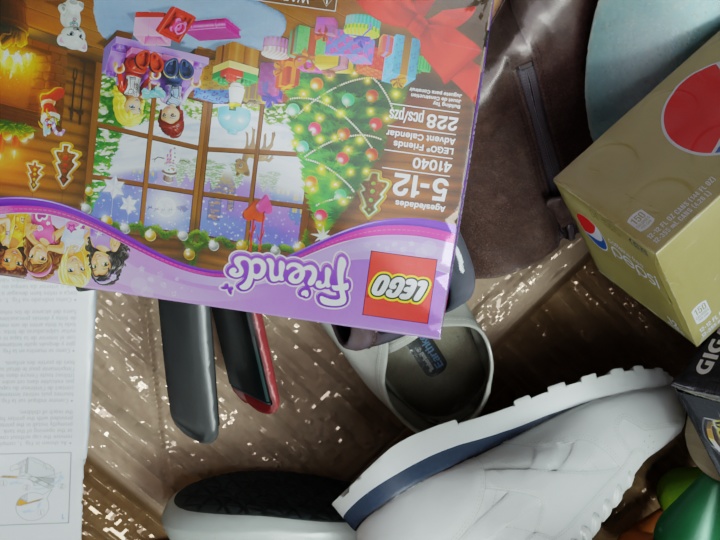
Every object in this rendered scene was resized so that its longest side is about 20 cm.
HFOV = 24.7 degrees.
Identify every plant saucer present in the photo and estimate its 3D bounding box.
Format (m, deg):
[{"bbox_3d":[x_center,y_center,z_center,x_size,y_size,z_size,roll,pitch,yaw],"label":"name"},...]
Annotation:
[{"bbox_3d":[0.188,-0.107,0.718,0.200,0.039,0.203,-19,129,-25],"label":"plant saucer"}]

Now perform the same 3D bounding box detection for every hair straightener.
[{"bbox_3d":[-0.083,-0.014,0.690,0.077,0.041,0.202,-26,124,-33],"label":"hair straightener"}]

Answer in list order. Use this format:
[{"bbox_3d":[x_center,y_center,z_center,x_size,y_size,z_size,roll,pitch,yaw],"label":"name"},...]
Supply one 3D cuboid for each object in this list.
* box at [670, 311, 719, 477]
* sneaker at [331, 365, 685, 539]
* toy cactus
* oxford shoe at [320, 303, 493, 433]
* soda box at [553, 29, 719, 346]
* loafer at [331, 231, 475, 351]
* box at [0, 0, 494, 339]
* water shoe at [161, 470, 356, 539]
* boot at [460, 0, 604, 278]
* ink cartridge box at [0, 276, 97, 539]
[{"bbox_3d":[0.232,0.041,0.728,0.199,0.049,0.200,-52,130,-22],"label":"box"},{"bbox_3d":[0.082,0.104,0.759,0.199,0.081,0.077,-18,156,-32],"label":"sneaker"},{"bbox_3d":[0.186,0.096,0.784,0.200,0.102,0.165,-45,153,-3],"label":"toy cactus"},{"bbox_3d":[0.000,0.000,0.743,0.075,0.058,0.200,-35,113,7],"label":"oxford shoe"},{"bbox_3d":[0.178,-0.068,0.662,0.200,0.068,0.064,-42,134,-6],"label":"soda box"},{"bbox_3d":[-0.022,-0.061,0.680,0.063,0.072,0.201,-32,98,-19],"label":"loafer"},{"bbox_3d":[-0.055,-0.057,0.636,0.198,0.039,0.138,8,105,0],"label":"box"},{"bbox_3d":[0.001,0.146,0.788,0.198,0.071,0.080,6,101,-17],"label":"water shoe"},{"bbox_3d":[0.096,-0.105,0.727,0.199,0.072,0.167,-31,123,2],"label":"boot"},{"bbox_3d":[-0.198,0.046,0.723,0.161,0.050,0.202,0,116,-14],"label":"ink cartridge box"}]
